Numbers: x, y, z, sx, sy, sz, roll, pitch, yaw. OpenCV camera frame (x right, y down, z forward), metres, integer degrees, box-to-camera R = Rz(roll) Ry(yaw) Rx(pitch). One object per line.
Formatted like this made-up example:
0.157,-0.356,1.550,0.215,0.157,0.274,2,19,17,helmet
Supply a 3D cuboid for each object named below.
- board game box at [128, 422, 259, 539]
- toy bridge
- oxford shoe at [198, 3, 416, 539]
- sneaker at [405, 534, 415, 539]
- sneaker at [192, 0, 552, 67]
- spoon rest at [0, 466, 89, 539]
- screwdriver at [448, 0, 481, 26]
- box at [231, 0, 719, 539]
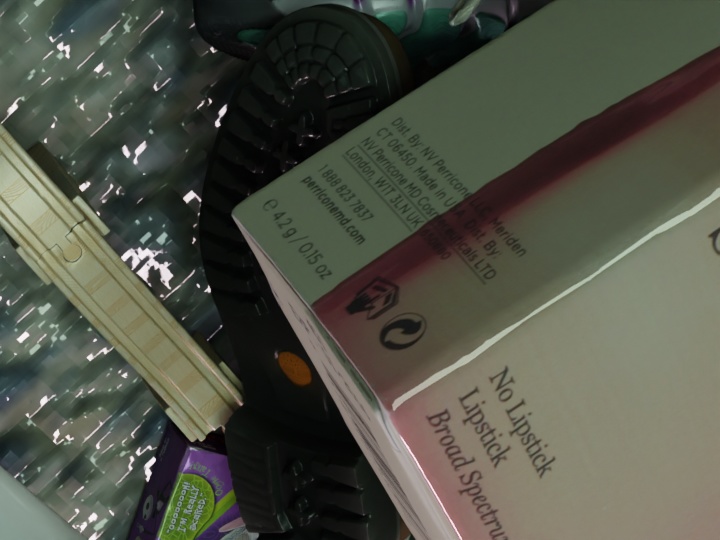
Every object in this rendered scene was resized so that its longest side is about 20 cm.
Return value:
-0.041,0.160,0.851,0.120,0.032,0.200,15,102,-27,board game box
-0.096,-0.017,0.750,0.027,0.067,0.200,-41,115,-3,toy bridge
0.000,0.000,0.765,0.084,0.073,0.200,-36,140,-40,oxford shoe
0.094,0.088,0.772,0.089,0.200,0.077,47,47,-56,sneaker
0.040,-0.113,0.778,0.200,0.074,0.088,-5,85,-19,sneaker
-0.152,0.049,0.698,0.200,0.061,0.099,38,95,-19,spoon rest
0.073,-0.128,0.739,0.028,0.029,0.200,31,56,8,screwdriver
0.088,-0.001,0.677,0.200,0.109,0.128,-33,128,-5,box
